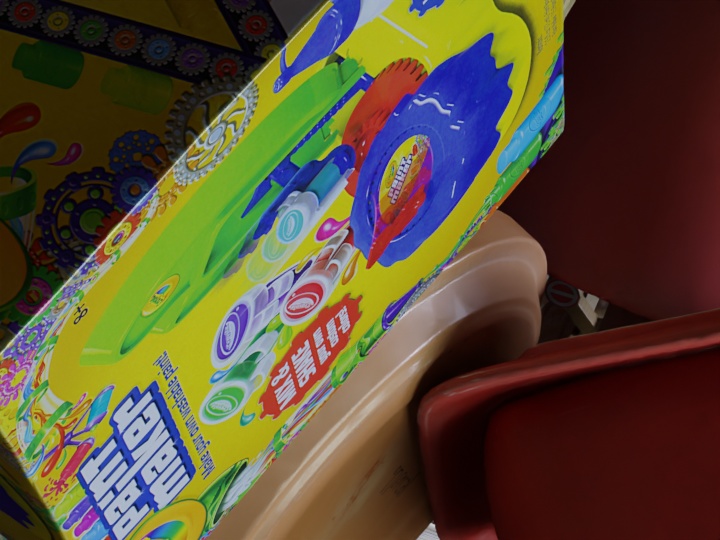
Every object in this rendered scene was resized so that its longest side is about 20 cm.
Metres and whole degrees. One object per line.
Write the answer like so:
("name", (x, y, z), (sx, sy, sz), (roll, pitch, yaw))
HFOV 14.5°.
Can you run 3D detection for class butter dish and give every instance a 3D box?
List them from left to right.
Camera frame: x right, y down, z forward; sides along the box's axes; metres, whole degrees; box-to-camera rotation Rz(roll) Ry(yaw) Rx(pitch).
("butter dish", (0.129, 0.102, 0.940), (0.199, 0.148, 0.200), (-11, 159, 1))

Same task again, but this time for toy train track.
("toy train track", (0.029, 0.043, 1.097), (0.200, 0.033, 0.115), (-21, -154, 34))

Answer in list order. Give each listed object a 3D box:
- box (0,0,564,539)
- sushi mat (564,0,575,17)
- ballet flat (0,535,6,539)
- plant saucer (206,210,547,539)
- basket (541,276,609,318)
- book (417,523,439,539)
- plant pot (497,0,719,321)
("box", (-0.054, -0.043, 0.700), (0.193, 0.122, 0.200), (-48, 162, -13))
("sushi mat", (0.042, -0.080, 0.854), (0.200, 0.012, 0.096), (-58, 161, 10))
("ballet flat", (-0.153, 0.145, 0.908), (0.069, 0.069, 0.200), (-29, 151, -54))
("plant saucer", (-0.005, 0.067, 0.939), (0.200, 0.032, 0.200), (-43, 162, -18))
("basket", (0.138, 0.102, 1.219), (0.198, 0.160, 0.201), (-14, 109, -68))
("book", (-0.035, 0.173, 1.124), (0.200, 0.048, 0.133), (-38, 143, 21))
("plant pot", (0.138, -0.081, 1.047), (0.200, 0.200, 0.178), (-8, 122, -67))
